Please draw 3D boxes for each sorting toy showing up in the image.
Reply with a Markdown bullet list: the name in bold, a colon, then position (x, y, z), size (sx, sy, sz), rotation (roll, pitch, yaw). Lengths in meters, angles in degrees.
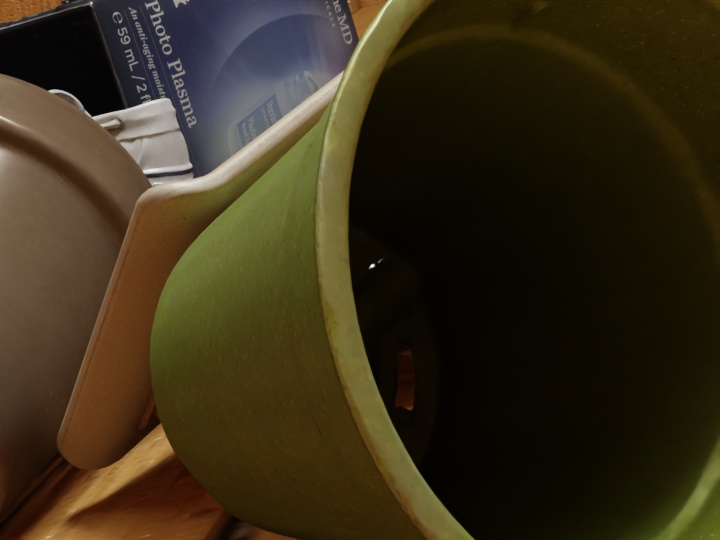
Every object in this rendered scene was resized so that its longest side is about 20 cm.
- **sorting toy**: position (-0.032, -0.010, 0.694), size (0.200, 0.036, 0.185), rotation (-37, -18, -41)

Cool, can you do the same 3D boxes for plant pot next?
- **plant pot**: position (-0.197, 0.033, 0.735), size (0.199, 0.201, 0.175), rotation (-14, 30, 14)
- **plant pot**: position (0.026, 0.019, 0.514), size (0.200, 0.201, 0.190), rotation (-26, 3, -34)

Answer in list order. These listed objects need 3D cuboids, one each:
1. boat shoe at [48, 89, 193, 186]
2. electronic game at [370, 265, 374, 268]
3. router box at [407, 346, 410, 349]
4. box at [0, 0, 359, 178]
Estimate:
- **boat shoe**: position (-0.170, -0.068, 0.909), size (0.199, 0.066, 0.073), rotation (2, 11, 35)
- **electronic game**: position (0.000, 0.000, 0.877), size (0.199, 0.042, 0.200), rotation (-16, 13, 4)
- **router box**: position (0.106, -0.057, 0.706), size (0.200, 0.052, 0.158), rotation (-32, 24, 36)
- **box**: position (-0.094, -0.089, 1.014), size (0.123, 0.201, 0.198), rotation (-5, 18, 45)
